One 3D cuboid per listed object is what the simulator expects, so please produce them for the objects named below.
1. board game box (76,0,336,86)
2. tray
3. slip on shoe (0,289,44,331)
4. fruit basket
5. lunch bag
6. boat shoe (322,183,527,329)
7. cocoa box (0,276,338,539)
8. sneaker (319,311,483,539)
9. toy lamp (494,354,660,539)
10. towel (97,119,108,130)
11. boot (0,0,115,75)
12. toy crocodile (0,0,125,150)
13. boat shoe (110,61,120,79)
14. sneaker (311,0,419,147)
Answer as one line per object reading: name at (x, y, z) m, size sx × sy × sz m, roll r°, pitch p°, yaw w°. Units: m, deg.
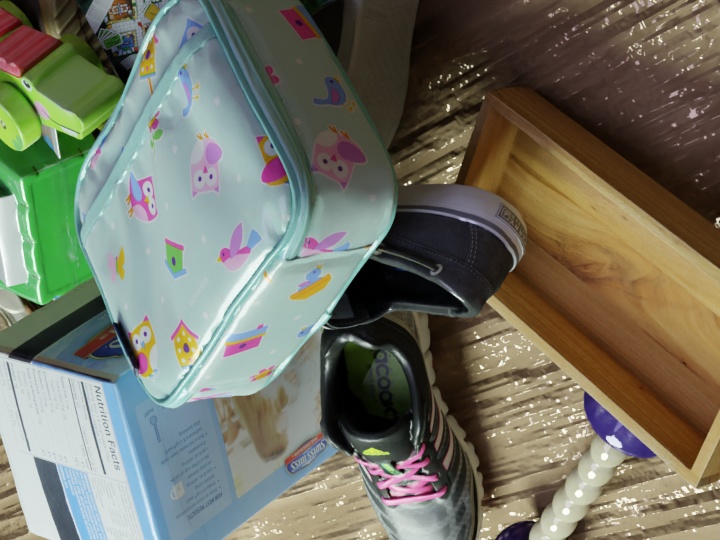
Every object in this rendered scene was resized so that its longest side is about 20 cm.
board game box at (-0.075, -0.163, 0.842) m, size 0.199 × 0.023 × 0.106 m, roll -21°, pitch 99°, yaw 43°
tray at (0.122, 0.003, 0.797) m, size 0.200 × 0.037 × 0.099 m, roll 44°, pitch 129°, yaw 37°
slip on shoe at (-0.255, 0.054, 1.219) m, size 0.200 × 0.061 × 0.076 m, roll 48°, pitch -178°, yaw 3°
fruit basket at (-0.255, -0.070, 1.131) m, size 0.199 × 0.093 × 0.187 m, roll 32°, pitch 138°, yaw 34°
lunch bag at (-0.075, -0.036, 0.826) m, size 0.200 × 0.076 × 0.161 m, roll -51°, pitch 59°, yaw 42°
boat shoe at (0.000, 0.000, 0.850) m, size 0.199 × 0.067 × 0.070 m, roll 2°, pitch 143°, yaw 44°
cocoa box at (-0.103, 0.068, 0.984) m, size 0.130 × 0.199 × 0.135 m, roll 9°, pitch 120°, yaw 41°
sneaker at (0.018, 0.098, 0.956) m, size 0.073 × 0.088 × 0.202 m, roll -9°, pitch 109°, yaw 20°
toy lamp at (0.127, 0.110, 0.891) m, size 0.058 × 0.058 × 0.201 m, roll 40°, pitch 137°, yaw 18°
towel at (-0.188, -0.116, 1.041) m, size 0.199 × 0.086 × 0.018 m, roll 33°, pitch 104°, yaw 25°
boot at (-0.212, -0.187, 1.048) m, size 0.201 × 0.072 × 0.166 m, roll 55°, pitch 159°, yaw -18°
toy crocodile at (-0.208, -0.124, 0.951) m, size 0.199 × 0.067 × 0.062 m, roll 29°, pitch 149°, yaw 42°
boat shoe at (-0.101, -0.174, 0.924) m, size 0.075 × 0.074 × 0.202 m, roll 12°, pitch 123°, yaw 25°
sneaker at (-0.028, -0.125, 0.891) m, size 0.099 × 0.070 × 0.202 m, roll 36°, pitch 132°, yaw 28°
